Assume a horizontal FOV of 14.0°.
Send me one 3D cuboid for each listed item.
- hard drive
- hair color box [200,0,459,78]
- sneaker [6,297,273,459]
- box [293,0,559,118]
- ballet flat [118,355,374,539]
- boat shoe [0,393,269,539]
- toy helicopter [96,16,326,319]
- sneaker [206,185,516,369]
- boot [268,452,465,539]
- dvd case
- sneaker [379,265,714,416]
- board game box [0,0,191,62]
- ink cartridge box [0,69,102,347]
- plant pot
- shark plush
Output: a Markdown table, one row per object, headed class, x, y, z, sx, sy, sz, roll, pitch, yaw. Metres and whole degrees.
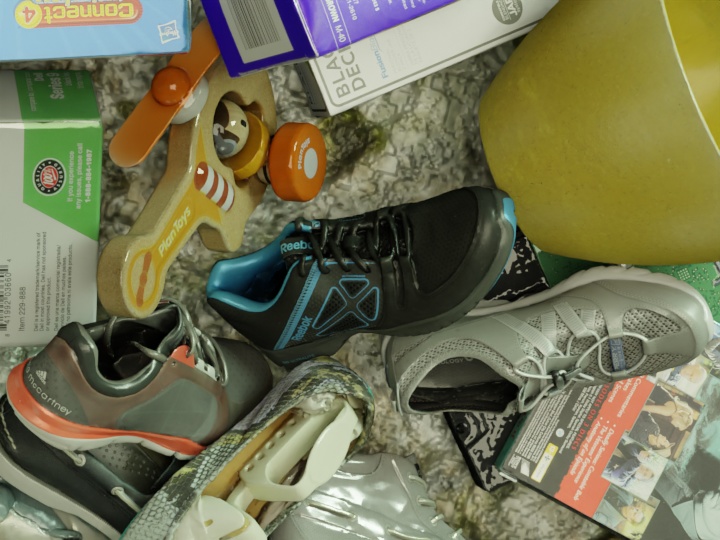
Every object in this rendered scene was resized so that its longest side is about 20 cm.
| class | x | y | z | sx | sy | sz | roll | pitch | yaw |
| --- | --- | --- | --- | --- | --- | --- | --- | --- | --- |
| hard drive | 0.134 | 0.030 | 1.799 | 0.199 | 0.038 | 0.140 | -27 | 98 | -7 |
| hair color box | 0.021 | -0.172 | 1.638 | 0.199 | 0.109 | 0.065 | -26 | 99 | -27 |
| sneaker | -0.109 | 0.057 | 1.686 | 0.077 | 0.200 | 0.082 | 52 | 121 | 23 |
| box | 0.045 | -0.180 | 1.757 | 0.199 | 0.060 | 0.117 | -22 | 97 | -8 |
| ballet flat | -0.065 | 0.129 | 1.685 | 0.200 | 0.072 | 0.072 | -45 | 100 | -17 |
| boat shoe | -0.125 | 0.124 | 1.722 | 0.199 | 0.076 | 0.060 | 25 | 130 | -24 |
| toy helicopter | -0.099 | -0.055 | 1.663 | 0.079 | 0.200 | 0.133 | 5 | 133 | 26 |
| sneaker | 0.000 | 0.000 | 1.697 | 0.082 | 0.199 | 0.074 | 33 | 43 | -41 |
| boot | 0.037 | 0.157 | 1.773 | 0.199 | 0.073 | 0.096 | 13 | 68 | -28 |
| dvd case | 0.200 | 0.104 | 1.787 | 0.199 | 0.022 | 0.146 | 28 | 89 | -11 |
| sneaker | 0.109 | 0.055 | 1.710 | 0.199 | 0.082 | 0.075 | -10 | 126 | 13 |
| board game box | -0.204 | -0.145 | 1.643 | 0.199 | 0.196 | 0.056 | -3 | 95 | -10 |
| ink cartridge box | -0.251 | -0.036 | 1.676 | 0.199 | 0.084 | 0.147 | 0 | 117 | -11 |
| plant pot | 0.154 | -0.082 | 1.707 | 0.142 | 0.200 | 0.201 | -23 | 99 | 21 |
| shark plush | -0.179 | 0.133 | 1.735 | 0.199 | 0.091 | 0.084 | 14 | 60 | -6 |
